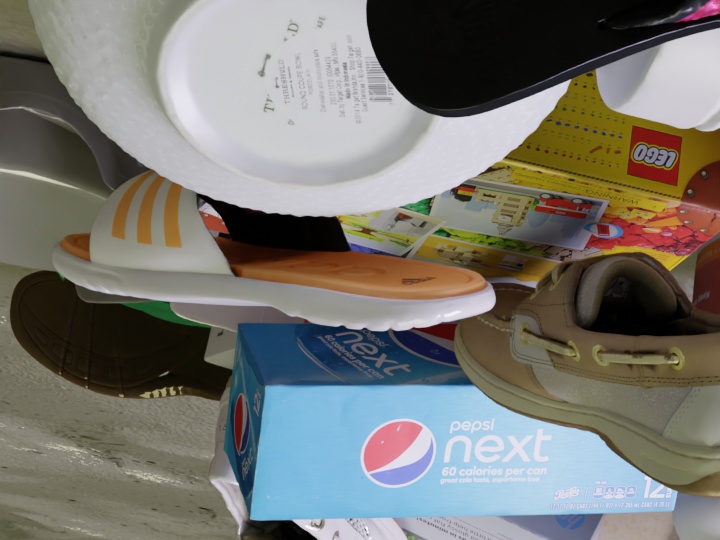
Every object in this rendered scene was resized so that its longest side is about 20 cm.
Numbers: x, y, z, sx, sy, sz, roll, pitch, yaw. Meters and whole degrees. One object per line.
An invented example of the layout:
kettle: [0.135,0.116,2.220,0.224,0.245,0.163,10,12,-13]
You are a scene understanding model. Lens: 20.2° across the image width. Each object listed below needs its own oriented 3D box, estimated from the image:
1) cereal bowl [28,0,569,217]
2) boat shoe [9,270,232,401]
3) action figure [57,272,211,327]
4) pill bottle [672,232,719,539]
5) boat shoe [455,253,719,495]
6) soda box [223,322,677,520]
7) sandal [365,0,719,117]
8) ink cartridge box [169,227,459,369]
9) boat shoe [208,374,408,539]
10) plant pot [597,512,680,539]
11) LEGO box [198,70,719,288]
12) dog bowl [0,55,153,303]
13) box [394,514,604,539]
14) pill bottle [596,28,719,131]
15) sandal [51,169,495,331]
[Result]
cereal bowl: [-0.017,-0.088,0.663,0.199,0.084,0.200,3,136,2]
boat shoe: [-0.108,0.039,1.193,0.199,0.074,0.066,13,-168,15]
action figure: [-0.089,0.006,1.107,0.199,0.055,0.118,10,174,25]
pill bottle: [0.209,0.081,0.970,0.112,0.201,0.112,8,161,3]
boat shoe: [0.103,0.027,0.792,0.074,0.067,0.200,-10,-163,-28]
soda box: [0.044,0.066,0.901,0.199,0.068,0.064,1,-156,-16]
sandal: [0.096,-0.102,0.577,0.199,0.075,0.045,-25,168,0]
ink cartridge box: [0.000,0.000,0.961,0.199,0.118,0.067,18,163,-22]
boat shoe: [-0.031,0.131,1.002,0.071,0.069,0.200,7,147,30]
plant pot: [0.116,0.104,1.138,0.183,0.201,0.200,23,160,-4]
LEGO box: [0.041,-0.055,0.847,0.199,0.077,0.149,12,160,-9]
dog bowl: [-0.165,-0.044,1.002,0.199,0.059,0.200,8,162,3]
box: [0.041,0.156,1.080,0.156,0.041,0.200,25,145,13]
pill bottle: [0.186,-0.078,0.661,0.199,0.114,0.113,12,161,-9]
sandal: [-0.033,-0.018,0.776,0.206,0.059,0.079,7,-169,39]
